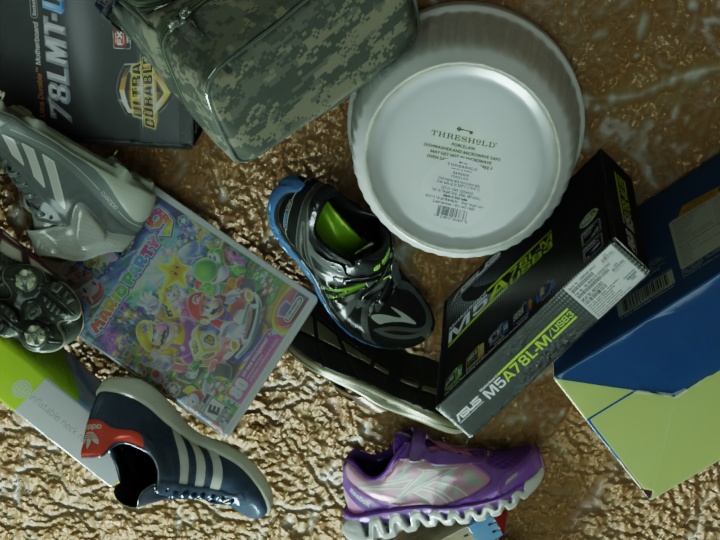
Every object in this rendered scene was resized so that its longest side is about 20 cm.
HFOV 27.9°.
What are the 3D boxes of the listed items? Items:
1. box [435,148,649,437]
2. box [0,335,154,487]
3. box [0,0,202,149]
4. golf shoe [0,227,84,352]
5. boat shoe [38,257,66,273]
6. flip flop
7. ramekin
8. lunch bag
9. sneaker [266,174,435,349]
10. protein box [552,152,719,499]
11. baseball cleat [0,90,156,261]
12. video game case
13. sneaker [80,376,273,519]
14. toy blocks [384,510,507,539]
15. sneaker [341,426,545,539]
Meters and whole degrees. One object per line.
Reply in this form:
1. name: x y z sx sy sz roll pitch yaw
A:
1. box: 0.143 0.014 1.168 0.047 0.194 0.200 39 113 -14
2. box: -0.265 0.105 1.265 0.048 0.122 0.200 -43 120 1
3. box: -0.229 -0.206 1.189 0.196 0.050 0.203 4 114 3
4. golf shoe: -0.310 -0.004 1.182 0.200 0.088 0.077 41 89 2
5. boat shoe: -0.237 0.016 1.277 0.198 0.072 0.066 25 104 -3
6. flip flop: 0.010 0.092 1.288 0.198 0.082 0.058 28 136 -9
7. ramekin: 0.084 -0.107 1.168 0.197 0.105 0.203 2 114 4
8. lunch bag: -0.080 -0.206 1.089 0.199 0.168 0.140 -38 151 -6
9. sneaker: 0.000 -0.001 1.217 0.082 0.071 0.200 6 143 51
10. protein box: 0.267 0.036 1.160 0.198 0.201 0.135 -34 107 19
11. baseball cleat: -0.264 -0.072 1.177 0.199 0.070 0.107 28 93 -22
12. video game case: -0.156 0.028 1.240 0.199 0.018 0.144 34 80 3
13. sneaker: -0.159 0.175 1.229 0.074 0.085 0.200 -14 135 47
14. toy blocks: 0.103 0.302 1.365 0.136 0.100 0.201 -27 109 5
15. sneaker: 0.067 0.183 1.319 0.198 0.081 0.090 -15 100 11
